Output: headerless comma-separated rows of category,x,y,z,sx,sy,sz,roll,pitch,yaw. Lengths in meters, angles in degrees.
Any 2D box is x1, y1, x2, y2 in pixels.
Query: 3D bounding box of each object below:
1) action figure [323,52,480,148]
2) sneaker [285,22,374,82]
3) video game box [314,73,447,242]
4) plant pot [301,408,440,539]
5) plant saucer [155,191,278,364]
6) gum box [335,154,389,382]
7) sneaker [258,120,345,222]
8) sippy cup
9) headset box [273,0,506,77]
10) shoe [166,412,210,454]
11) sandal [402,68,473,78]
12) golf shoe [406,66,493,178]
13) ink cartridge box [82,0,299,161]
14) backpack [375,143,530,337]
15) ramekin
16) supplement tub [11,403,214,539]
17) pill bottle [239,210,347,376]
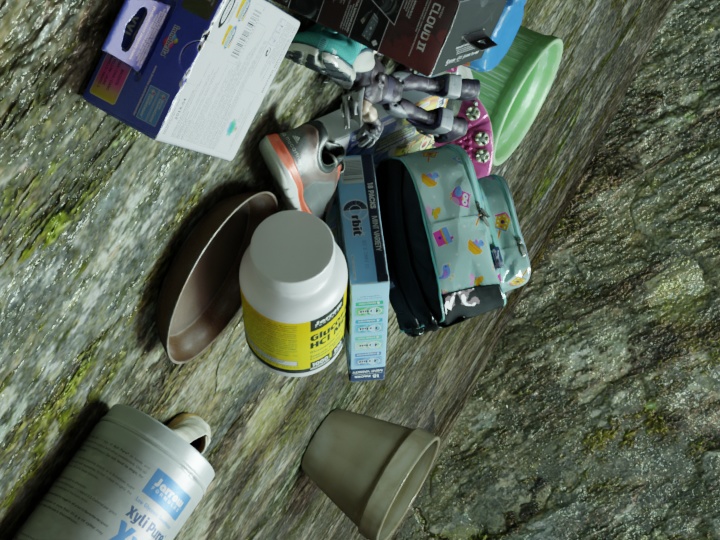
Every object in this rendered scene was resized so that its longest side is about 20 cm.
action figure,0.035,-0.192,1.621,0.200,0.069,0.130,12,88,-38
sneaker,-0.025,-0.235,1.457,0.200,0.077,0.080,-53,163,-71
video game box,0.007,-0.123,1.734,0.200,0.047,0.182,-29,151,-38
plant pot,0.008,0.314,2.419,0.200,0.173,0.200,-54,165,-22
plant saucer,-0.152,0.001,1.529,0.200,0.034,0.200,-56,166,-22
gum box,0.000,0.000,1.655,0.200,0.044,0.170,90,-6,-56
sneaker,-0.046,-0.095,1.573,0.082,0.077,0.200,-30,161,-5
sippy cup,0.109,-0.292,1.677,0.178,0.130,0.140,-54,165,-26
headset box,0.032,-0.248,1.345,0.149,0.200,0.077,-34,150,-63
shoe,-0.208,0.204,1.687,0.070,0.053,0.200,-62,166,6
sandal,0.079,-0.216,1.871,0.050,0.083,0.203,-16,-171,38
golf shoe,0.115,-0.204,1.809,0.092,0.075,0.200,-45,116,-73
ink cartridge box,-0.133,-0.170,1.169,0.137,0.076,0.200,-63,167,6
backpack,0.094,-0.043,1.677,0.153,0.200,0.176,-20,178,-15
ramekin,0.197,-0.259,2.118,0.200,0.098,0.200,-55,165,-22
supplement tub,-0.250,0.247,1.466,0.200,0.132,0.132,-56,165,-20
pill bottle,-0.069,0.023,1.563,0.113,0.112,0.200,-55,165,-24
